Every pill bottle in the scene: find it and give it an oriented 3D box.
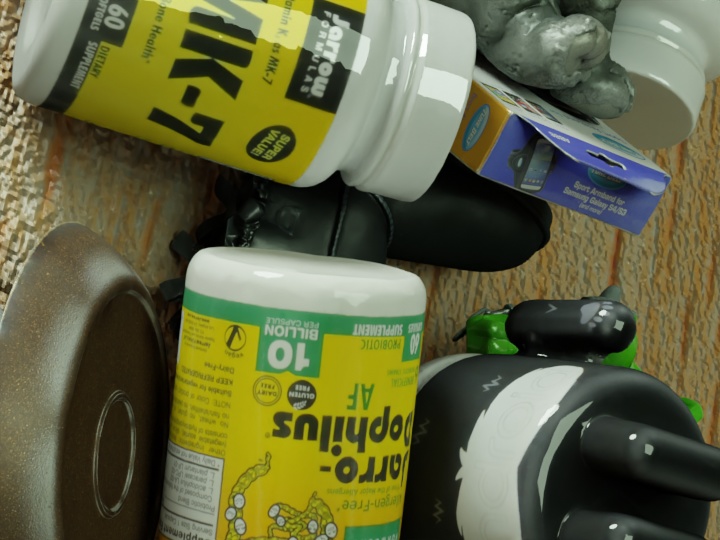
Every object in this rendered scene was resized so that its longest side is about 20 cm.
[{"bbox_3d":[0.171,-0.174,1.592,0.111,0.111,0.201,36,58,-31],"label":"pill bottle"},{"bbox_3d":[-0.054,-0.106,1.320,0.199,0.114,0.115,17,67,-15],"label":"pill bottle"},{"bbox_3d":[-0.035,0.096,1.291,0.112,0.112,0.201,2,97,-43],"label":"pill bottle"}]

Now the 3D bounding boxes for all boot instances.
[{"bbox_3d":[0.001,0.000,1.418,0.198,0.073,0.163,30,59,-27],"label":"boot"}]

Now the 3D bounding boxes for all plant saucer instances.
[{"bbox_3d":[-0.121,0.080,1.237,0.200,0.032,0.202,4,90,-76],"label":"plant saucer"}]

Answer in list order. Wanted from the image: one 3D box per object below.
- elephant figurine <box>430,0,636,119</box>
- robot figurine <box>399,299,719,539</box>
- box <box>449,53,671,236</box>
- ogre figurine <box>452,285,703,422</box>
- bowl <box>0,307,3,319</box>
[{"bbox_3d":[0.121,-0.191,1.416,0.155,0.141,0.201,18,105,-41],"label":"elephant figurine"},{"bbox_3d":[0.086,0.102,1.326,0.150,0.199,0.125,-42,115,-28],"label":"robot figurine"},{"bbox_3d":[0.070,-0.081,1.431,0.119,0.200,0.042,19,109,-39],"label":"box"},{"bbox_3d":[0.114,0.098,1.484,0.120,0.098,0.201,-32,99,-37],"label":"ogre figurine"},{"bbox_3d":[-0.209,0.061,1.196,0.200,0.090,0.202,12,72,-41],"label":"bowl"}]
